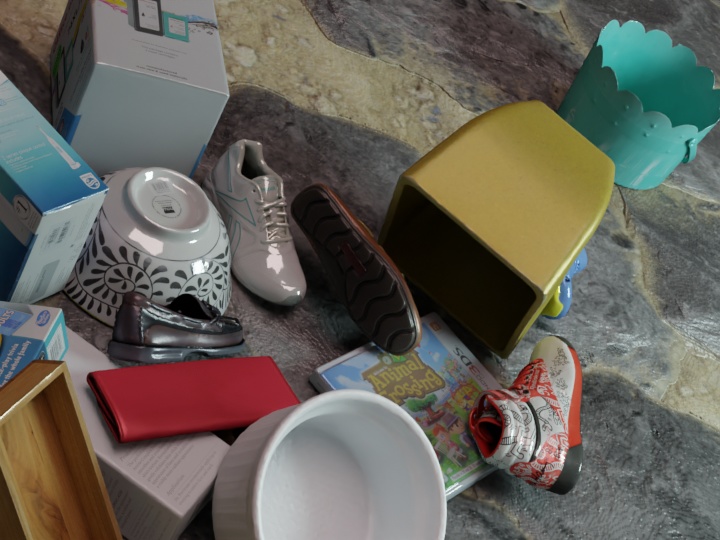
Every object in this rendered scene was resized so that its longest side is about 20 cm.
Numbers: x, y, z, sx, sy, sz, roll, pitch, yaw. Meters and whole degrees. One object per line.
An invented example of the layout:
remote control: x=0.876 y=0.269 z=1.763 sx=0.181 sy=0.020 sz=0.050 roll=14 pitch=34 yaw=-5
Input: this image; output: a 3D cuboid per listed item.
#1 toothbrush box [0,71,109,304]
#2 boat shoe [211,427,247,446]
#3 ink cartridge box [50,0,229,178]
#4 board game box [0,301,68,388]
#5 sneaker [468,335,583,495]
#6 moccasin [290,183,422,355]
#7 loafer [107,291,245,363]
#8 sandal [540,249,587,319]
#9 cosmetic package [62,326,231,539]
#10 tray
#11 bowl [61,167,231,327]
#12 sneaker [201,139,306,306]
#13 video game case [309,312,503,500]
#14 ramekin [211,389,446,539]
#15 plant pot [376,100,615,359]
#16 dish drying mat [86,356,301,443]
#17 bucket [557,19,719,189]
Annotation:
toothbrush box: x=-0.345 y=-0.083 z=1.447 sx=0.200 sy=0.147 sz=0.085 roll=47 pitch=41 yaw=16
boat shoe: x=-0.125 y=0.141 z=1.426 sx=0.199 sy=0.068 sz=0.072 roll=29 pitch=39 yaw=-5
ink cartridge box: x=-0.238 y=-0.210 z=1.645 sx=0.145 sy=0.147 sz=0.201 roll=11 pitch=41 yaw=-23
board game box: x=-0.361 y=0.083 z=1.279 sx=0.198 sy=0.047 sz=0.151 roll=7 pitch=39 yaw=10
sneaker: x=0.169 y=0.130 z=1.604 sx=0.107 sy=0.067 sz=0.202 roll=22 pitch=42 yaw=-18
moccasin: x=-0.001 y=0.001 z=1.622 sx=0.202 sy=0.074 sz=0.078 roll=50 pitch=9 yaw=16
loafer: x=-0.162 y=0.048 z=1.446 sx=0.071 sy=0.064 sz=0.200 roll=7 pitch=5 yaw=24
sandal: x=0.232 y=-0.020 z=1.831 sx=0.087 sy=0.080 sz=0.201 roll=22 pitch=42 yaw=-19
cosmetic package: x=-0.220 y=0.147 z=1.355 sx=0.199 sy=0.074 sz=0.102 roll=35 pitch=39 yaw=6
tray: x=-0.245 y=0.182 z=1.223 sx=0.037 sy=0.202 sz=0.099 roll=2 pitch=28 yaw=28
bowl: x=-0.203 y=-0.039 z=1.540 sx=0.199 sy=0.094 sz=0.202 roll=19 pitch=41 yaw=-18
sneaker: x=-0.107 y=-0.052 z=1.631 sx=0.070 sy=0.080 sz=0.201 roll=-3 pitch=53 yaw=-38
video game case: x=0.071 y=0.140 z=1.597 sx=0.199 sy=0.022 sz=0.182 roll=-23 pitch=64 yaw=-45
ramekin: x=-0.032 y=0.207 z=1.342 sx=0.199 sy=0.097 sz=0.202 roll=7 pitch=78 yaw=-35
plant pot: x=0.162 y=-0.065 z=1.675 sx=0.194 sy=0.196 sz=0.200 roll=40 pitch=68 yaw=9
dish drying mat: x=-0.143 y=0.112 z=1.376 sx=0.199 sy=0.018 sz=0.077 roll=-2 pitch=45 yaw=-43
bucket: x=0.370 y=-0.217 z=2.076 sx=0.206 sy=0.135 sz=0.208 roll=18 pitch=42 yaw=-17
